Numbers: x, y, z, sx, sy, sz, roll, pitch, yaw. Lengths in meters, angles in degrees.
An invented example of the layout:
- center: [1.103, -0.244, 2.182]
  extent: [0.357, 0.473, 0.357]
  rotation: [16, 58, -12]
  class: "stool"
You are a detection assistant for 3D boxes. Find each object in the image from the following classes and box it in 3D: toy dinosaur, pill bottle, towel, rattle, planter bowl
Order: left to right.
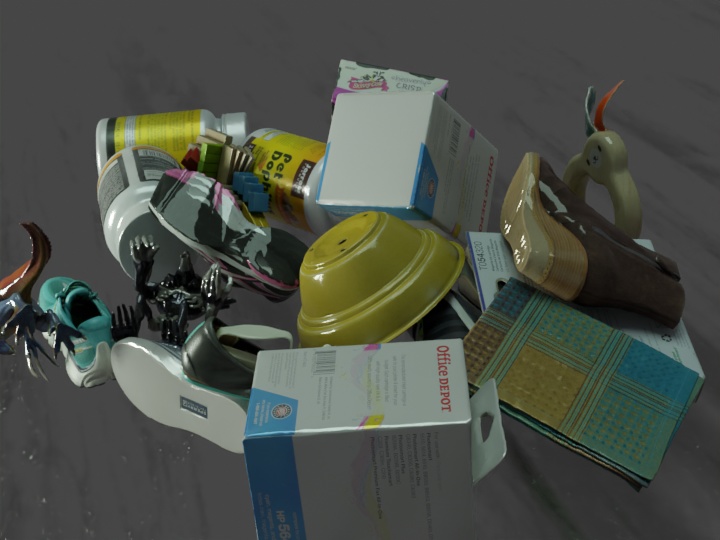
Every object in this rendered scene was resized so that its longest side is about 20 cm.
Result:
- center: [-0.346, 0.045, 1.220]
  extent: [0.104, 0.204, 0.180]
  rotation: [9, 3, -41]
  class: "toy dinosaur"
- center: [-0.250, -0.065, 1.454]
  extent: [0.114, 0.118, 0.200]
  rotation: [-10, 27, -11]
  class: "pill bottle"
- center: [-0.245, -0.154, 1.633]
  extent: [0.196, 0.116, 0.115]
  rotation: [-6, 26, -1]
  class: "pill bottle"
- center: [-0.062, -0.105, 1.506]
  extent: [0.198, 0.111, 0.109]
  rotation: [20, 35, 41]
  class: "pill bottle"
- center: [0.000, 0.000, 1.225]
  extent: [0.198, 0.084, 0.201]
  rotation: [-30, 20, 12]
  class: "planter bowl"
- center: [0.227, -0.096, 1.334]
  extent: [0.140, 0.203, 0.131]
  rotation: [-9, 26, -8]
  class: "rattle"
- center: [0.185, 0.093, 1.058]
  extent: [0.198, 0.022, 0.147]
  rotation: [27, 47, 19]
  class: "towel"

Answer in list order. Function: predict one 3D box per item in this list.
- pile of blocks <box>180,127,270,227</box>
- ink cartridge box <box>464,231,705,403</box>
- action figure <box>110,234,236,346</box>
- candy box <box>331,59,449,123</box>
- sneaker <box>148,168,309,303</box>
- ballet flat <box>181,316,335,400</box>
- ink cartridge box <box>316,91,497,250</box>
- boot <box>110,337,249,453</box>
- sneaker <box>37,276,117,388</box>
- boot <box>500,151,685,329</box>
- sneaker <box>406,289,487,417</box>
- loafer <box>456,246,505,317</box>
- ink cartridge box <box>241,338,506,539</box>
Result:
- center: [-0.165, -0.103, 1.484]
  extent: [0.061, 0.083, 0.201]
  rotation: [1, 43, -43]
  class: "pile of blocks"
- center: [0.205, 0.042, 1.163]
  extent: [0.196, 0.044, 0.198]
  rotation: [2, 41, -7]
  class: "ink cartridge box"
- center: [-0.192, 0.024, 1.277]
  extent: [0.117, 0.104, 0.201]
  rotation: [13, 23, -1]
  class: "action figure"
- center: [0.035, -0.172, 1.509]
  extent: [0.134, 0.201, 0.062]
  rotation: [12, 67, 4]
  class: "candy box"
- center: [-0.150, -0.025, 1.337]
  extent: [0.199, 0.087, 0.081]
  rotation: [36, 57, 5]
  class: "sneaker"
- center: [-0.058, 0.093, 1.064]
  extent: [0.197, 0.069, 0.068]
  rotation: [20, 21, -14]
  class: "ballet flat"
- center: [0.062, -0.099, 1.363]
  extent: [0.123, 0.131, 0.199]
  rotation: [4, -15, 31]
  class: "ink cartridge box"
- center: [-0.141, 0.107, 1.157]
  extent: [0.198, 0.074, 0.090]
  rotation: [24, 30, 32]
  class: "boot"
- center: [-0.290, 0.045, 1.281]
  extent: [0.076, 0.081, 0.200]
  rotation: [-17, 28, -23]
  class: "sneaker"
- center: [0.223, -0.028, 1.185]
  extent: [0.164, 0.073, 0.201]
  rotation: [19, 35, -10]
  class: "boot"
- center: [0.076, 0.076, 1.165]
  extent: [0.082, 0.073, 0.200]
  rotation: [-17, 29, -22]
  class: "sneaker"
- center: [0.163, 0.032, 1.246]
  extent: [0.071, 0.064, 0.199]
  rotation: [-18, 29, -27]
  class: "loafer"
- center: [0.016, 0.143, 0.978]
  extent: [0.196, 0.127, 0.129]
  rotation: [-3, 26, 4]
  class: "ink cartridge box"
